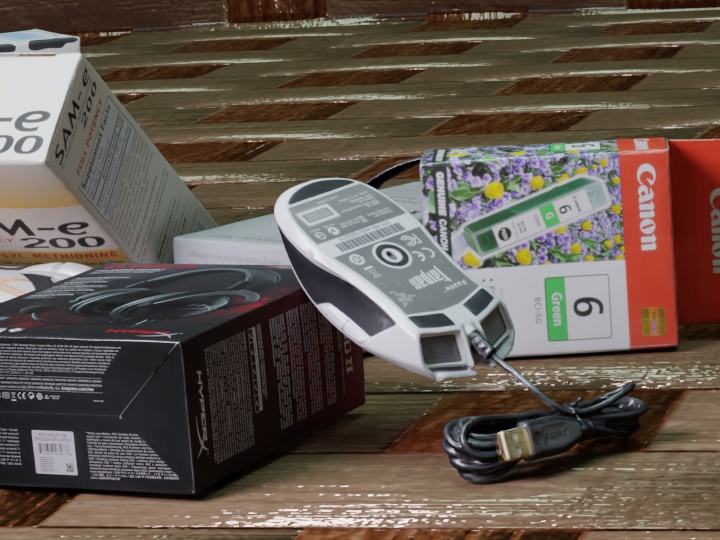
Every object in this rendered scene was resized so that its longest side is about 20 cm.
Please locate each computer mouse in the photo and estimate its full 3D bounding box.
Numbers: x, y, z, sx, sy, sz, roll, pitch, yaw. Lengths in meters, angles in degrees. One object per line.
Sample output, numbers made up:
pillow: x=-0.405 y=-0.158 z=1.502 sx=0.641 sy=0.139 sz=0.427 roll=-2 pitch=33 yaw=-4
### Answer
computer mouse: x=0.033 y=0.028 z=1.395 sx=0.109 sy=0.044 sz=0.200 roll=-19 pitch=50 yaw=-40

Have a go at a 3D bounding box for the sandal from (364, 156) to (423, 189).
sandal: x=0.015 y=-0.035 z=1.820 sx=0.199 sy=0.043 sz=0.076 roll=-19 pitch=21 yaw=-2

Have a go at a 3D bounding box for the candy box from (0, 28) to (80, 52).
candy box: x=-0.266 y=-0.053 z=1.798 sx=0.199 sy=0.169 sz=0.071 roll=-10 pitch=12 yaw=-29

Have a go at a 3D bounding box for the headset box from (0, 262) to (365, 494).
headset box: x=-0.098 y=0.047 z=1.438 sx=0.148 sy=0.078 sz=0.200 roll=1 pitch=13 yaw=27

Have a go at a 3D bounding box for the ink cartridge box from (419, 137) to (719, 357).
ink cartridge box: x=0.134 y=-0.014 z=1.589 sx=0.199 sy=0.110 sz=0.050 roll=-3 pitch=10 yaw=5

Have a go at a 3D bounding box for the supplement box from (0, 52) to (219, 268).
supplement box: x=-0.175 y=-0.039 z=1.658 sx=0.125 sy=0.074 sz=0.200 roll=1 pitch=-29 yaw=26

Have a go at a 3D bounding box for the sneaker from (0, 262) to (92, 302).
sneaker: x=-0.229 y=0.026 z=1.620 sx=0.199 sy=0.074 sz=0.080 roll=0 pitch=14 yaw=26

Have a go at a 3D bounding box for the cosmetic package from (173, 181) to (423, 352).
cosmetic package: x=0.000 y=0.000 z=1.676 sx=0.101 sy=0.075 sz=0.199 roll=5 pitch=12 yaw=44
